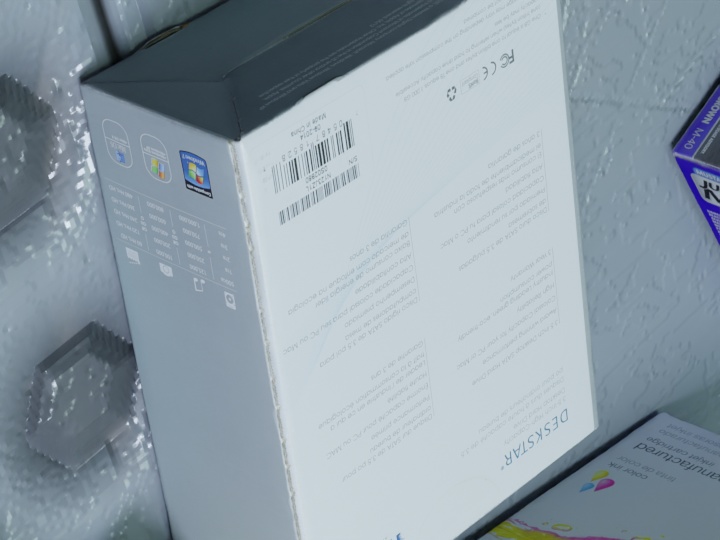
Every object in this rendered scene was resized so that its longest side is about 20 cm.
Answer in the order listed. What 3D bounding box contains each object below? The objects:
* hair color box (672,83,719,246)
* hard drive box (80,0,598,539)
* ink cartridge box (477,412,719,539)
[{"bbox_3d":[0.219,-0.026,1.130,0.109,0.065,0.200,-53,140,-17],"label":"hair color box"},{"bbox_3d":[0.000,0.000,0.879,0.156,0.077,0.200,-33,129,-35],"label":"hard drive box"},{"bbox_3d":[0.120,0.153,1.032,0.200,0.145,0.088,-30,127,-37],"label":"ink cartridge box"}]
